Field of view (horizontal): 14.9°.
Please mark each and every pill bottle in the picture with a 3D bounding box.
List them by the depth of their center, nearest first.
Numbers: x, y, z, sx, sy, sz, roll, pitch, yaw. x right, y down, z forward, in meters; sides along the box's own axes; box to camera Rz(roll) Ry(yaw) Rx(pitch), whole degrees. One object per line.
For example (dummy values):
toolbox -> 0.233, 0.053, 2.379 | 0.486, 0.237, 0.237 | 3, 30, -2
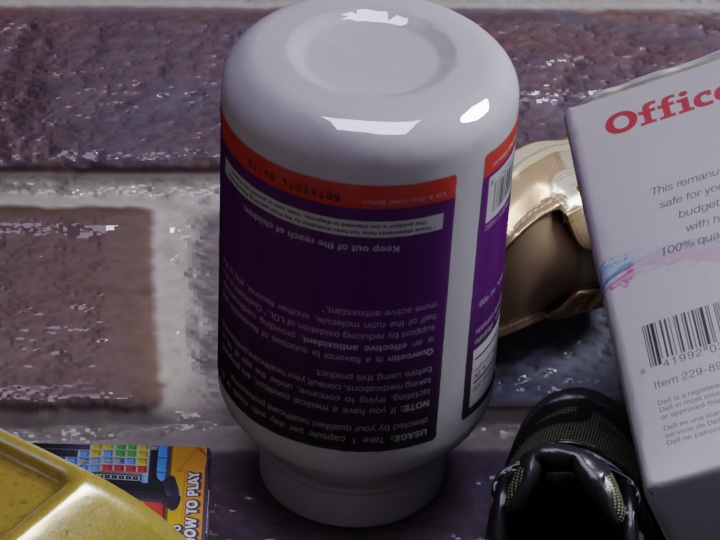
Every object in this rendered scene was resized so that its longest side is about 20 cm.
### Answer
pill bottle -> 0.000, 0.000, 1.077 | 0.112, 0.200, 0.112 | 2, 36, -2

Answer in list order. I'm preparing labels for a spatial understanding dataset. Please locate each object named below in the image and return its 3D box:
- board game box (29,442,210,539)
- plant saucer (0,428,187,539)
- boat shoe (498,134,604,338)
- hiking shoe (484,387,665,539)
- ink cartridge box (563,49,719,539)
board game box -> -0.139, 0.143, 0.994 | 0.165, 0.057, 0.200 | 2, 36, -3
plant saucer -> -0.191, 0.099, 0.965 | 0.200, 0.048, 0.200 | 23, 41, 26
boat shoe -> 0.100, -0.018, 1.211 | 0.069, 0.074, 0.200 | 23, 35, 25
hiking shoe -> 0.085, 0.096, 1.036 | 0.076, 0.101, 0.200 | 6, 36, 3
ink cartridge box -> 0.171, 0.007, 1.072 | 0.145, 0.088, 0.200 | -18, 50, 11
